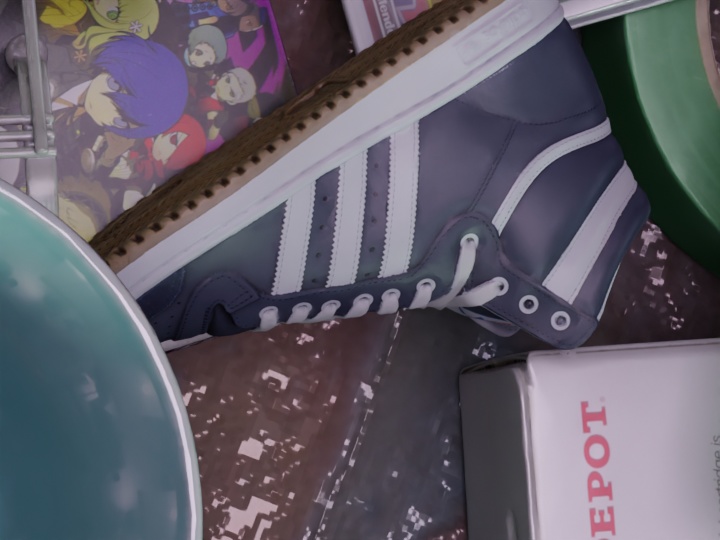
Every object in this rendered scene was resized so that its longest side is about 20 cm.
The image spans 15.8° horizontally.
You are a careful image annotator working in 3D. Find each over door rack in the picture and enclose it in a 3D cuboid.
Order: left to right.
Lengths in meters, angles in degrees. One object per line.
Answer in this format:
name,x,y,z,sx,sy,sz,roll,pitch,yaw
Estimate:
over door rack,-0.167,-0.099,0.777,0.147,0.067,0.201,-2,73,-13

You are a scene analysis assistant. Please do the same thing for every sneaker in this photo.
sneaker,0.000,0.000,0.807,0.199,0.070,0.109,-34,103,-10

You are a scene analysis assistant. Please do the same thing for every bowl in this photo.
bowl,-0.153,0.070,0.706,0.200,0.105,0.202,2,84,-23

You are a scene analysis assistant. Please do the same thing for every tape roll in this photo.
tape roll,0.178,-0.085,0.904,0.199,0.048,0.202,1,86,-15

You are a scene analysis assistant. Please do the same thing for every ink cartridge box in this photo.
ink cartridge box,0.140,0.095,0.863,0.199,0.086,0.149,-2,85,-13

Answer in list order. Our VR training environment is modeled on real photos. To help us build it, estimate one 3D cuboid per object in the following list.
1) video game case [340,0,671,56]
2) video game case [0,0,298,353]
video game case,0.078,-0.156,0.859,0.199,0.018,0.144,-16,79,1
video game case,-0.114,-0.061,0.834,0.180,0.036,0.201,-16,90,-15
